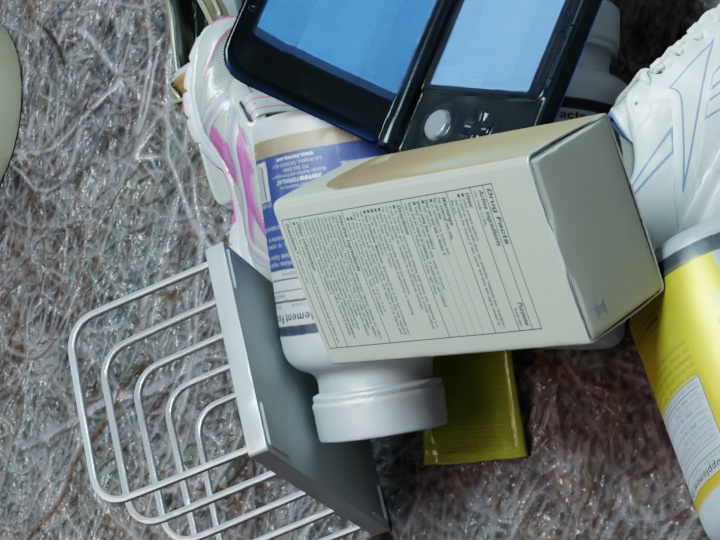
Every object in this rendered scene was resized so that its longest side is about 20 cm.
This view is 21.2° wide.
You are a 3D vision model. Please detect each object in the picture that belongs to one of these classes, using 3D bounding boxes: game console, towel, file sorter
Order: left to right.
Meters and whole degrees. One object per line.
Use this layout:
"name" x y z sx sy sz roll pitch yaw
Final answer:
"file sorter" -0.085 0.099 1.237 0.124 0.200 0.140 -22 62 14
"game console" 0.043 -0.173 1.095 0.170 0.118 0.202 11 76 51
"towel" 0.057 0.022 1.222 0.086 0.018 0.202 -10 88 47

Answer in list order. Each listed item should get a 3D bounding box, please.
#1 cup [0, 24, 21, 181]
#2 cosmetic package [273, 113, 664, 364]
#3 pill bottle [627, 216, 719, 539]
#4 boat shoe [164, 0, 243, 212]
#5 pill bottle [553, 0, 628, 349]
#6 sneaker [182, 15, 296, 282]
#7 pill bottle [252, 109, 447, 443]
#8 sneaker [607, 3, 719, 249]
"cup" -0.420 -0.148 1.741 0.199 0.142 0.203 -15 70 46
"cosmetic package" 0.054 -0.014 1.032 0.199 0.071 0.106 -5 109 47
"pill bottle" 0.216 0.079 0.994 0.112 0.111 0.202 -40 54 35
"boat shoe" -0.111 -0.136 1.445 0.075 0.068 0.202 -31 59 40
"pill bottle" 0.108 -0.059 1.147 0.111 0.111 0.202 -4 77 48
"sneaker" -0.054 -0.079 1.294 0.088 0.081 0.202 -21 86 51
"pill bottle" 0.000 0.000 1.187 0.110 0.110 0.202 -9 89 47
"sneaker" 0.189 -0.097 1.065 0.075 0.086 0.202 -38 -30 -88
